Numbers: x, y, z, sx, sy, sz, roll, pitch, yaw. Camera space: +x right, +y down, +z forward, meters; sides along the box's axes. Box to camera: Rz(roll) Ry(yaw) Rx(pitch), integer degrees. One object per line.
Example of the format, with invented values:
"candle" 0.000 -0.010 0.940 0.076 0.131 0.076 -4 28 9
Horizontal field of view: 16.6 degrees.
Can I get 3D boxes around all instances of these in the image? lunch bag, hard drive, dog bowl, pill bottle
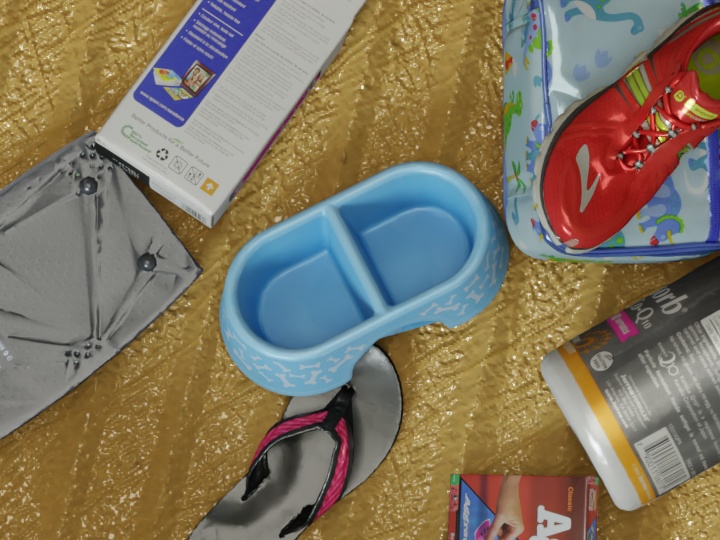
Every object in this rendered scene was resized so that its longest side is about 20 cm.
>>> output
"lunch bag" 0.175 -0.105 1.584 0.160 0.082 0.201 1 87 -19
"hard drive" -0.216 0.016 1.638 0.200 0.042 0.135 -39 85 0
"dog bowl" 0.000 0.000 1.602 0.199 0.050 0.112 -26 70 -3
"pill bottle" 0.225 0.059 1.568 0.200 0.116 0.117 -30 85 1

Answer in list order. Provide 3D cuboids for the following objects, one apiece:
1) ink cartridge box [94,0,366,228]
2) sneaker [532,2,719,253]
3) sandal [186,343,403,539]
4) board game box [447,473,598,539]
"ink cartridge box" -0.081 -0.134 1.630 0.095 0.037 0.200 33 76 5
"sneaker" 0.181 -0.095 1.498 0.077 0.085 0.200 44 76 -11
"sandal" -0.042 0.135 1.616 0.075 0.045 0.200 39 90 7
"board game box" 0.101 0.232 1.584 0.103 0.019 0.201 -2 81 31
